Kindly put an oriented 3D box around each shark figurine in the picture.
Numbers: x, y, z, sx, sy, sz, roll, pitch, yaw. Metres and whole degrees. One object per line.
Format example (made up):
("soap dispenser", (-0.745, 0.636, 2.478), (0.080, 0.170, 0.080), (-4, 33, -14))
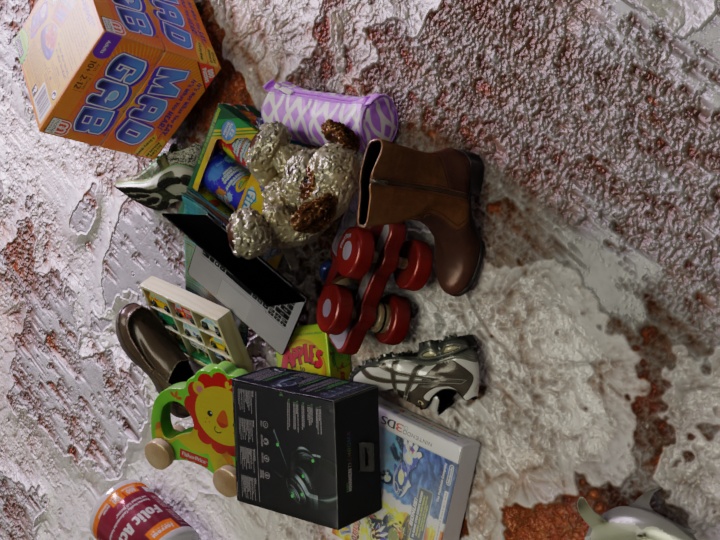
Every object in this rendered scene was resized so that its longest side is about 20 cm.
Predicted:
("shark figurine", (0.333, 0.284, 1.400), (0.214, 0.089, 0.128), (0, 125, 48))

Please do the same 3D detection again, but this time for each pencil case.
("pencil case", (-0.044, -0.211, 1.689), (0.199, 0.084, 0.086), (13, 132, 36))

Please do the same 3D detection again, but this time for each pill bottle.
("pill bottle", (-0.317, 0.420, 1.929), (0.200, 0.114, 0.115), (32, 112, 35))

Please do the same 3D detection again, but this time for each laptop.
("laptop", (-0.178, 0.022, 1.666), (0.187, 0.116, 0.200), (40, 137, 14))

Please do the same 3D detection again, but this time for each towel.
("towel", (-0.208, -0.003, 1.795), (0.146, 0.022, 0.201), (36, 136, 36))

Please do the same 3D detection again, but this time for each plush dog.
("plush dog", (-0.063, -0.099, 1.614), (0.172, 0.160, 0.201), (-26, 45, 52))

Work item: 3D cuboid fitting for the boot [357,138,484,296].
("boot", (0.074, -0.059, 1.520), (0.068, 0.200, 0.189), (17, 103, 38))

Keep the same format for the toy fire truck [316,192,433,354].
("toy fire truck", (0.000, 0.000, 1.663), (0.201, 0.112, 0.168), (-69, 28, 21))

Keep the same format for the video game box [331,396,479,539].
("video game box", (0.056, 0.289, 1.653), (0.182, 0.047, 0.201), (21, 105, 41))

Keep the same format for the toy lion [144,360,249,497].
("toy lion", (-0.217, 0.218, 1.825), (0.199, 0.069, 0.193), (16, 115, 24))

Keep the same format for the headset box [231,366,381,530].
("headset box", (-0.067, 0.230, 1.651), (0.199, 0.093, 0.175), (6, 102, 40))

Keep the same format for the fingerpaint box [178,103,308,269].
("fingerpaint box", (-0.165, -0.114, 1.805), (0.167, 0.073, 0.201), (39, 116, 32))

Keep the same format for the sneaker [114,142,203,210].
("sneaker", (-0.301, -0.151, 1.940), (0.199, 0.077, 0.089), (-6, 57, 42))

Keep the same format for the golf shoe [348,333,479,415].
("golf shoe", (0.068, 0.146, 1.616), (0.199, 0.078, 0.095), (-19, 80, 40))

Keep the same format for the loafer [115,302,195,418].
("loafer", (-0.290, 0.130, 1.886), (0.071, 0.073, 0.200), (-14, 116, 47))

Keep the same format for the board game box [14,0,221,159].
("board game box", (-0.363, -0.321, 1.858), (0.200, 0.199, 0.201), (-47, 50, 31))

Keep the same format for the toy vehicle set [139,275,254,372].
("toy vehicle set", (-0.242, 0.088, 1.855), (0.200, 0.026, 0.125), (20, 138, 44))

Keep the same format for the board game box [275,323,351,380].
("board game box", (-0.061, 0.175, 1.745), (0.101, 0.048, 0.201), (-8, 87, 41))
